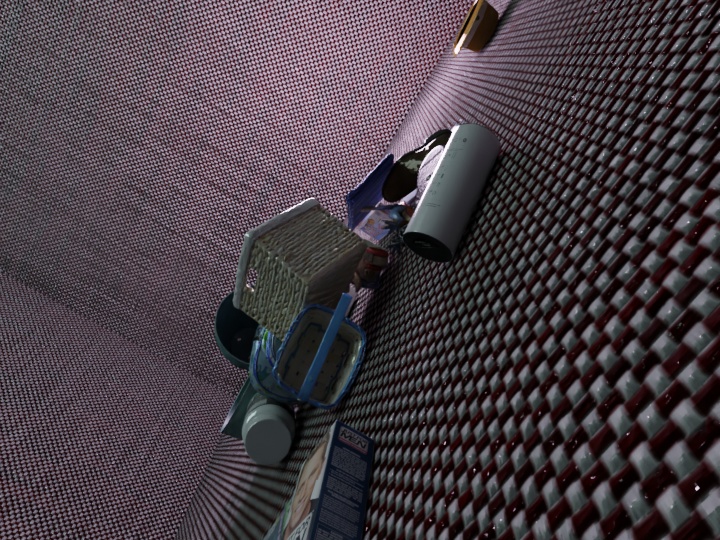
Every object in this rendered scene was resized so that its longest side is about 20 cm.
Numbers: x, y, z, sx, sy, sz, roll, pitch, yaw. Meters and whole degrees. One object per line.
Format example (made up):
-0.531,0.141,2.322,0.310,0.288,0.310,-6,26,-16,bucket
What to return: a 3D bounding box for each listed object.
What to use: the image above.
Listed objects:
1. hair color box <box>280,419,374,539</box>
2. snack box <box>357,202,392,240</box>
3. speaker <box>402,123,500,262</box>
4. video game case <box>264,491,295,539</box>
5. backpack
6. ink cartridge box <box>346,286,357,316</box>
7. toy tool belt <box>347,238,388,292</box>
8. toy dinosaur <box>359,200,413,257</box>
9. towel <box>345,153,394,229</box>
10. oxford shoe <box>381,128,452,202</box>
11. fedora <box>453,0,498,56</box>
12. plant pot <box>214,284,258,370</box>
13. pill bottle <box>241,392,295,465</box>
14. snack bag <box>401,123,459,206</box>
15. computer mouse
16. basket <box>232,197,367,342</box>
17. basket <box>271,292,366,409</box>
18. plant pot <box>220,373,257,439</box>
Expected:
-0.042,0.277,0.589,0.100,0.060,0.201,-56,9,27,hair color box
0.048,-0.122,1.375,0.025,0.071,0.200,-63,9,-14,snack box
0.135,-0.114,0.785,0.202,0.081,0.081,-64,9,-20,speaker
-0.098,0.376,0.719,0.183,0.023,0.200,-58,8,15,video game case
-0.142,0.175,1.136,0.147,0.181,0.202,143,145,-64,backpack
-0.096,0.133,1.332,0.202,0.084,0.146,-66,11,-25,ink cartridge box
0.000,0.000,1.156,0.200,0.123,0.125,-146,66,-66,toy tool belt
0.097,-0.105,1.142,0.198,0.106,0.182,-12,27,32,toy dinosaur
0.019,-0.171,1.195,0.145,0.024,0.200,-47,-8,-11,towel
0.123,-0.212,1.118,0.200,0.073,0.085,-42,28,16,oxford shoe
0.344,-0.709,1.558,0.201,0.081,0.203,-155,90,-83,fedora
-0.253,0.154,1.273,0.135,0.198,0.201,-55,9,54,plant pot
-0.197,0.335,1.155,0.114,0.112,0.200,-60,9,-1,pill bottle
0.158,-0.230,1.258,0.190,0.021,0.200,-62,9,-16,snack bag
0.137,-0.137,0.969,0.138,0.052,0.202,-32,37,53,computer mouse
-0.118,0.003,1.041,0.200,0.160,0.199,-39,-21,-45,basket
-0.065,0.139,0.903,0.200,0.138,0.178,105,-169,-71,basket
-0.244,0.343,1.346,0.202,0.133,0.201,-59,8,13,plant pot
